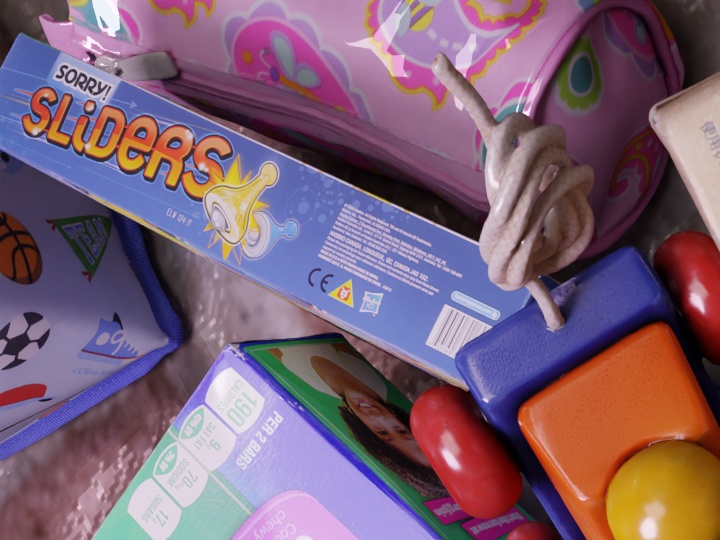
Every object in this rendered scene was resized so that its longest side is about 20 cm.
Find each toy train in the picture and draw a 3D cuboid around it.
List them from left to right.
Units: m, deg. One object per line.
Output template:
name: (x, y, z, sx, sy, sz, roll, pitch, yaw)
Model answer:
toy train: (0.068, 0.050, 0.573, 0.084, 0.200, 0.116, -32, 50, 1)

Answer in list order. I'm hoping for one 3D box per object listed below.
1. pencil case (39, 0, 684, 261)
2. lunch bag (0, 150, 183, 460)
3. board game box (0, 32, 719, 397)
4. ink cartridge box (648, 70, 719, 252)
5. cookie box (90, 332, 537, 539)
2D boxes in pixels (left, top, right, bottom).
pencil case: (-0.003, -0.067, 0.774, 0.199, 0.087, 0.088, 21, 97, 35)
lunch bag: (-0.194, 0.015, 0.860, 0.200, 0.170, 0.124, -35, 62, 30)
board game box: (0.000, 0.000, 0.732, 0.199, 0.135, 0.035, 26, 88, 36)
ink cartridge box: (0.180, 0.017, 0.545, 0.164, 0.075, 0.201, -28, 77, 14)
cookie box: (0.002, 0.146, 0.726, 0.200, 0.075, 0.172, 42, 110, 18)
